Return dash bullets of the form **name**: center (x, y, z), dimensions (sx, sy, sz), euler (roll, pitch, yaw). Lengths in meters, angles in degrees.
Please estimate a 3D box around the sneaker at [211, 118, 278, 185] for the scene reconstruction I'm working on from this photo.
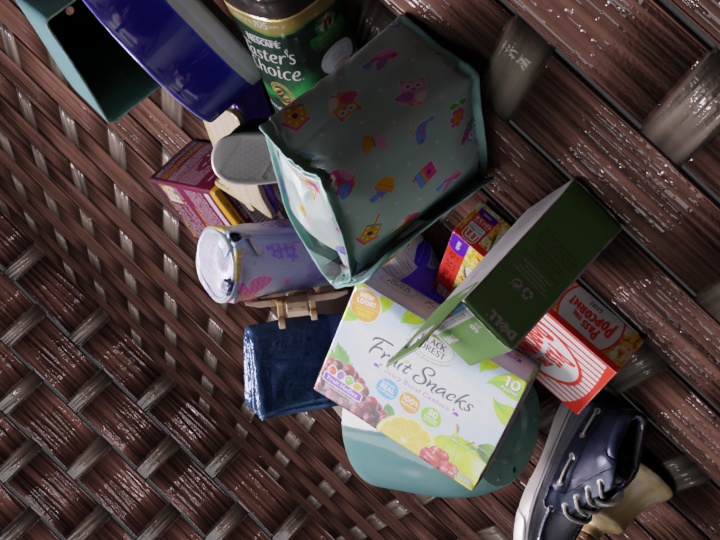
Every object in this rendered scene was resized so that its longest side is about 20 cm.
- **sneaker**: center (-0.049, -0.117, 1.197), dimensions (0.099, 0.198, 0.071), euler (-109, 24, -72)

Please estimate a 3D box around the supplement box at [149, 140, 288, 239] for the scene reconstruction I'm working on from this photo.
- **supplement box**: center (-0.174, -0.096, 1.544), dimensions (0.200, 0.086, 0.111), euler (15, 146, 56)

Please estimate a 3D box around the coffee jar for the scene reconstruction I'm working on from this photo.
- **coffee jar**: center (-0.052, -0.205, 1.061), dimensions (0.104, 0.085, 0.201), euler (30, 156, 39)

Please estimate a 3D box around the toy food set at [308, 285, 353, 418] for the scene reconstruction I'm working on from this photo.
- **toy food set**: center (-0.031, 0.082, 1.509), dimensions (0.144, 0.060, 0.200), euler (53, -156, -20)

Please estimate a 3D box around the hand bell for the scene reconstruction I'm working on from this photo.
- **hand bell**: center (0.240, 0.295, 1.283), dimensions (0.104, 0.201, 0.104), euler (33, 165, 10)

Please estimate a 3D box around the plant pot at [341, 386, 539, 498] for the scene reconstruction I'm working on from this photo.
- **plant pot**: center (0.103, 0.164, 1.347), dimensions (0.160, 0.201, 0.201), euler (9, 142, 42)

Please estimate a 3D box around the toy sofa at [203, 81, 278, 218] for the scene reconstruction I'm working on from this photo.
- **toy sofa**: center (-0.122, -0.156, 1.316), dimensions (0.097, 0.083, 0.201), euler (31, 157, 27)

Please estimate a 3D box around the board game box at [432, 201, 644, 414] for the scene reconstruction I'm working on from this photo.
- **board game box**: center (0.167, 0.040, 1.167), dimensions (0.200, 0.046, 0.152), euler (41, 161, 12)

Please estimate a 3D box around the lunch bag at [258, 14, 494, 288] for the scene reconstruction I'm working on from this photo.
- **lunch bag**: center (0.022, -0.083, 1.026), dimensions (0.122, 0.170, 0.200), euler (42, 163, 31)

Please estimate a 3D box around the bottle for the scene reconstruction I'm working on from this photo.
- **bottle**: center (0.041, -0.013, 1.271), dimensions (0.200, 0.065, 0.084), euler (52, -157, -19)

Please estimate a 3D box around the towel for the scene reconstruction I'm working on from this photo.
- **towel**: center (-0.036, 0.105, 1.393), dimensions (0.049, 0.198, 0.113), euler (-147, 52, -70)

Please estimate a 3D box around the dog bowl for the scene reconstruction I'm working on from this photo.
- **dog bowl**: center (-0.182, -0.239, 1.137), dimensions (0.200, 0.079, 0.200), euler (47, -174, -6)

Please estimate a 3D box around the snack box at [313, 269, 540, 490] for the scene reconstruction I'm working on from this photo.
- **snack box**: center (0.065, 0.109, 1.218), dimensions (0.199, 0.053, 0.143), euler (30, 116, 15)

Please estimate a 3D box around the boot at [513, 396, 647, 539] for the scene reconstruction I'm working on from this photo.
- **boot**: center (0.224, 0.227, 1.221), dimensions (0.072, 0.202, 0.090), euler (18, 177, -35)

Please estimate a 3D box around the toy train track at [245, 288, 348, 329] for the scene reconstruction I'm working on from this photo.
- **toy train track**: center (-0.070, 0.039, 1.372), dimensions (0.200, 0.114, 0.033), euler (-107, 11, -84)

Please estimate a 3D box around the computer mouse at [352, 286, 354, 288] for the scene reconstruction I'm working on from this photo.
- **computer mouse**: center (0.000, 0.000, 1.329), dimensions (0.200, 0.058, 0.034), euler (25, -138, -62)

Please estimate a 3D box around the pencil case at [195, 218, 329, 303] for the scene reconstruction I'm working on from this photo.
- **pencil case**: center (-0.087, -0.020, 1.347), dimensions (0.083, 0.199, 0.091), euler (48, 130, 35)

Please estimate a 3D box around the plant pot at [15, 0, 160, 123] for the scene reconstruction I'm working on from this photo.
- **plant pot**: center (-0.300, -0.290, 1.343), dimensions (0.200, 0.141, 0.142), euler (37, 161, 45)

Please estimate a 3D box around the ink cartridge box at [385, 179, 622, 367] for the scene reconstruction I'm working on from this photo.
- **ink cartridge box**: center (0.117, 0.022, 0.993), dimensions (0.059, 0.200, 0.104), euler (45, 162, -2)
